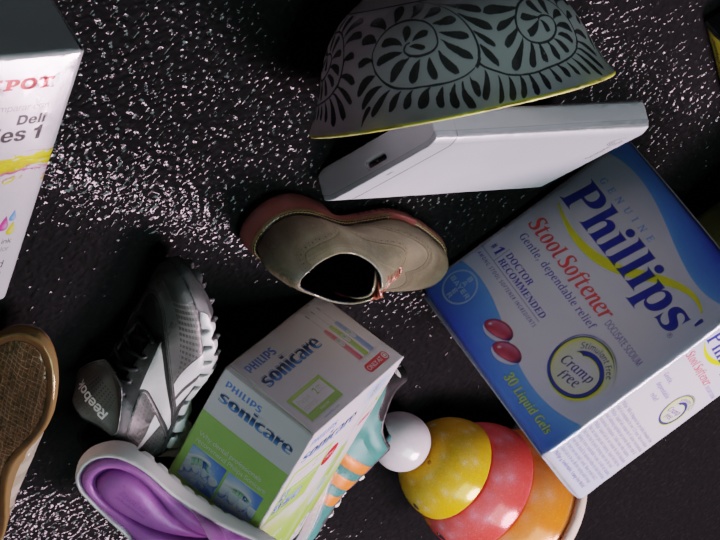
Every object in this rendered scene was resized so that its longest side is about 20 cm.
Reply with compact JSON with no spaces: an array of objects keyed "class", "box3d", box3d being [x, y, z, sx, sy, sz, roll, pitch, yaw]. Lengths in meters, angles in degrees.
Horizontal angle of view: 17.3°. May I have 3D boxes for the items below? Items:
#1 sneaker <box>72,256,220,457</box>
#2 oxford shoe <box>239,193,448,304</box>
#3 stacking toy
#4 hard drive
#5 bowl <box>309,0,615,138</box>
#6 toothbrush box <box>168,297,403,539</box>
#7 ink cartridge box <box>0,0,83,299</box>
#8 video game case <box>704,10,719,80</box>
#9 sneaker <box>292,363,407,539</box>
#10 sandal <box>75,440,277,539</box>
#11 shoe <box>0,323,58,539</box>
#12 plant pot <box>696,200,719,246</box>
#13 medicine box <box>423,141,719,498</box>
[{"class":"sneaker","box3d":[-0.155,0.073,1.652,0.090,0.067,0.200,-18,146,-29]},{"class":"oxford shoe","box3d":[0.000,0.000,1.692,0.200,0.075,0.071,6,128,-47]},{"class":"stacking toy","box3d":[0.079,0.168,1.968,0.200,0.146,0.146,33,109,-35]},{"class":"hard drive","box3d":[0.088,-0.084,1.661,0.200,0.027,0.132,-6,166,-38]},{"class":"bowl","box3d":[0.055,-0.150,1.506,0.200,0.094,0.201,-13,-173,2]},{"class":"toothbrush box","box3d":[-0.072,0.136,1.744,0.146,0.086,0.200,-37,160,-55]},{"class":"ink cartridge box","box3d":[-0.260,-0.072,1.354,0.145,0.084,0.200,-9,138,-35]},{"class":"video game case","box3d":[0.365,-0.191,1.831,0.200,0.026,0.181,-34,147,-4]},{"class":"sneaker","box3d":[-0.017,0.148,1.869,0.080,0.071,0.200,-5,135,-32]},{"class":"sandal","box3d":[-0.122,0.200,1.669,0.202,0.050,0.082,36,125,-12]},{"class":"shoe","box3d":[-0.254,0.108,1.630,0.070,0.053,0.200,15,124,-12]},{"class":"plant pot","box3d":[0.325,0.010,1.930,0.190,0.200,0.200,-26,149,9]},{"class":"medicine box","box3d":[0.185,0.036,1.808,0.200,0.182,0.103,-37,148,2]}]
